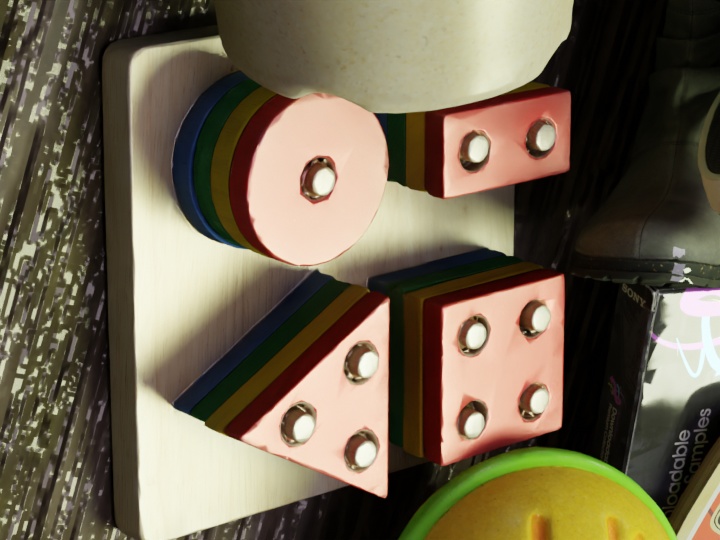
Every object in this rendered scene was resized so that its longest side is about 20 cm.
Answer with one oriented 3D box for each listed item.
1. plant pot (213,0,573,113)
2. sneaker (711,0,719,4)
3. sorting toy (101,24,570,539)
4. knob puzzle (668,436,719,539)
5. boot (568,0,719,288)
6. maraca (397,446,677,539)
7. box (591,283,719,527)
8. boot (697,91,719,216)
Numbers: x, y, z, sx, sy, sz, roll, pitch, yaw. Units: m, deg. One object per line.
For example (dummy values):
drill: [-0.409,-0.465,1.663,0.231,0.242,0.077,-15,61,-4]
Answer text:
plant pot: [0.012,-0.165,0.844,0.200,0.200,0.184,-26,129,-33]
sneaker: [0.173,-0.108,0.865,0.200,0.071,0.098,-6,105,-30]
sorting toy: [0.000,0.000,0.947,0.199,0.070,0.200,-13,111,-37]
knob puzzle: [0.212,0.135,1.079,0.219,0.030,0.220,-13,126,-18]
boot: [0.136,-0.068,1.014,0.200,0.068,0.131,-36,130,-69]
maraca: [0.087,0.159,1.006,0.137,0.107,0.200,-42,119,-2]
box: [0.199,0.060,1.076,0.200,0.036,0.143,-4,115,-26]
boot: [0.219,-0.040,0.986,0.144,0.072,0.200,59,42,-17]
